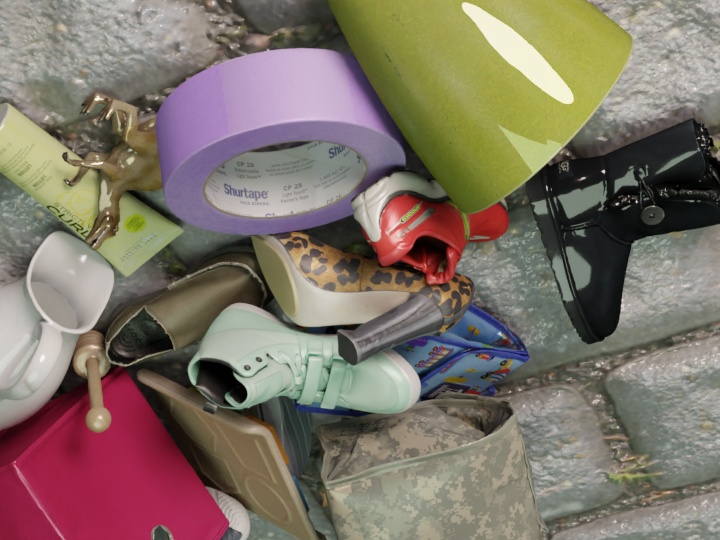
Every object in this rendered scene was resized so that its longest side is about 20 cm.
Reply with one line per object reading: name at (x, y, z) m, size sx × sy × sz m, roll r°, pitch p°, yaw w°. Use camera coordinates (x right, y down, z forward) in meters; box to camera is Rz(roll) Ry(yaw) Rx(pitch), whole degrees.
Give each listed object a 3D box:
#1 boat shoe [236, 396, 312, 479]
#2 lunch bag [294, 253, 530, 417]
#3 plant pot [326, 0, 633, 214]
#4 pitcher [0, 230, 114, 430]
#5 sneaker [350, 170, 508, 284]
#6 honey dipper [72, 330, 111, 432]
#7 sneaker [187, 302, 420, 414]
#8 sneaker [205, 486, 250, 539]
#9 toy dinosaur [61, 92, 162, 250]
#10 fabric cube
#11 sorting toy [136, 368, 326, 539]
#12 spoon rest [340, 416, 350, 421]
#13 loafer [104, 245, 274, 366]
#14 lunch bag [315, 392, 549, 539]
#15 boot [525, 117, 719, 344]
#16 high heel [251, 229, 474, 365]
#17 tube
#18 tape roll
boat shoe at (-0.096, 0.126, 1.406) m, size 0.061 × 0.072 × 0.201 m, roll 5°, pitch 127°, yaw 23°
lunch bag at (0.053, 0.085, 1.355) m, size 0.199 × 0.095 × 0.150 m, roll 22°, pitch 132°, yaw -34°
plant pot at (0.072, -0.179, 1.063) m, size 0.200 × 0.188 × 0.187 m, roll 43°, pitch 122°, yaw -12°
pitcher at (-0.325, 0.082, 1.298) m, size 0.121 × 0.172 × 0.200 m, roll 37°, pitch 123°, yaw -21°
sneaker at (0.065, -0.029, 1.197) m, size 0.077 × 0.086 × 0.199 m, roll -30°, pitch 162°, yaw 34°
honey dipper at (-0.246, 0.105, 1.302) m, size 0.038 × 0.200 × 0.038 m, roll -4°, pitch 108°, yaw -13°
sneaker at (-0.053, 0.102, 1.223) m, size 0.199 × 0.118 × 0.074 m, roll 17°, pitch 120°, yaw 11°
sneaker at (-0.156, 0.299, 1.526) m, size 0.198 × 0.080 × 0.129 m, roll -23°, pitch 137°, yaw 40°
toy dinosaur at (-0.190, -0.113, 1.209) m, size 0.200 × 0.058 × 0.101 m, roll -46°, pitch 126°, yaw 13°
fabric cube at (-0.287, 0.247, 1.374) m, size 0.199 × 0.196 × 0.200 m, roll -27°, pitch 100°, yaw 33°
sorting toy at (-0.125, 0.185, 1.417) m, size 0.184 × 0.037 × 0.201 m, roll 20°, pitch 147°, yaw 40°
spoon rest at (0.071, 0.185, 1.431) m, size 0.199 × 0.099 × 0.061 m, roll 24°, pitch 83°, yaw -13°
loafer at (-0.161, 0.044, 1.316) m, size 0.199 × 0.070 × 0.075 m, roll -28°, pitch 109°, yaw 25°
lunch bag at (0.071, 0.215, 1.334) m, size 0.198 × 0.118 × 0.165 m, roll -14°, pitch 115°, yaw 1°
boot at (0.251, -0.029, 1.236) m, size 0.167 × 0.077 × 0.201 m, roll -13°, pitch 123°, yaw 18°
high heel at (0.000, 0.000, 1.242) m, size 0.142 × 0.200 × 0.072 m, roll -22°, pitch 136°, yaw -28°
tube at (-0.253, -0.070, 1.248) m, size 0.058 × 0.052 × 0.200 m, roll 2°, pitch 148°, yaw 49°
tape roll at (-0.065, -0.100, 1.141) m, size 0.198 × 0.066 × 0.200 m, roll -8°, pitch 158°, yaw -3°
